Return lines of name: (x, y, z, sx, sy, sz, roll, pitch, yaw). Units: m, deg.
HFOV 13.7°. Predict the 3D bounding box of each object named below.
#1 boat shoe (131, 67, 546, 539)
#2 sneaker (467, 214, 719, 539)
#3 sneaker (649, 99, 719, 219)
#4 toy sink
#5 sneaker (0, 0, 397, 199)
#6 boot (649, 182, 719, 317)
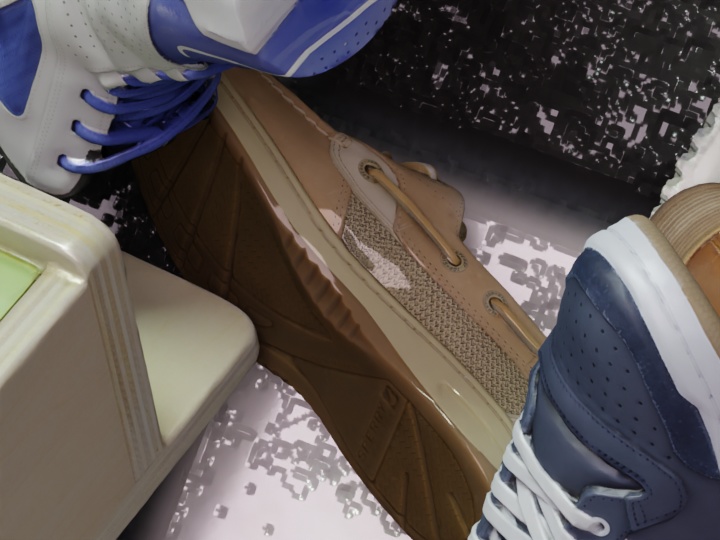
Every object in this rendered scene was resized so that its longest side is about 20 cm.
boat shoe: (0.000, 0.000, 0.901, 0.064, 0.071, 0.200, -27, 70, -32)
sneaker: (0.045, 0.074, 0.778, 0.108, 0.200, 0.070, -22, 53, -10)
sneaker: (0.151, -0.030, 0.879, 0.099, 0.070, 0.200, 31, 89, 6)
toy sink: (-0.136, 0.030, 0.830, 0.130, 0.112, 0.200, 24, 56, 24)
sneaker: (-0.056, -0.074, 0.820, 0.081, 0.115, 0.199, -33, 36, -27)
boot: (0.155, 0.069, 0.799, 0.077, 0.155, 0.200, -33, 111, 2)
